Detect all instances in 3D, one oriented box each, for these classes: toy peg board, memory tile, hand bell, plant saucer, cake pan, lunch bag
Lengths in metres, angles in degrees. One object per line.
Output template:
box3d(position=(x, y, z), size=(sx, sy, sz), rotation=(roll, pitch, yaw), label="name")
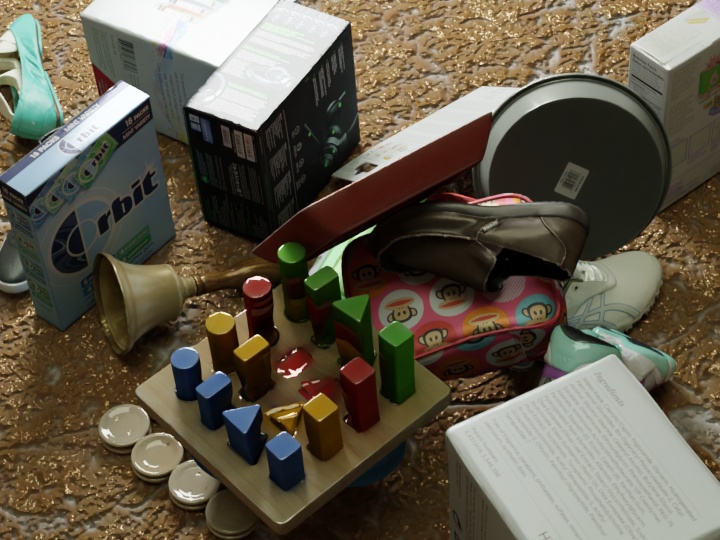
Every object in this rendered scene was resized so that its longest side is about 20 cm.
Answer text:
box3d(position=(-0.061, 0.083, 1.495), size=(0.199, 0.098, 0.200), rotation=(-36, 54, -25), label="toy peg board")
box3d(position=(-0.137, 0.160, 1.657), size=(0.200, 0.017, 0.153), rotation=(34, 59, 28), label="memory tile")
box3d(position=(-0.158, 0.012, 1.760), size=(0.200, 0.104, 0.104), rotation=(-13, 48, -24), label="hand bell")
box3d(position=(0.014, -0.063, 1.579), size=(0.199, 0.200, 0.037), rotation=(-28, 90, -19), label="plant saucer")
box3d(position=(0.211, -0.095, 1.737), size=(0.200, 0.200, 0.037), rotation=(-2, 23, 2), label="cake pan")
box3d(position=(0.083, 0.010, 1.625), size=(0.200, 0.082, 0.176), rotation=(-14, 61, 7), label="lunch bag")

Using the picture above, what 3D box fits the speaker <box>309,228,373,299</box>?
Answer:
box3d(position=(0.000, 0.000, 1.743), size=(0.088, 0.089, 0.200), rotation=(17, 52, 18), label="speaker")

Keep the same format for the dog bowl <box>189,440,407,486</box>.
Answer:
box3d(position=(-0.057, 0.139, 1.591), size=(0.200, 0.112, 0.050), rotation=(0, 35, 4), label="dog bowl")

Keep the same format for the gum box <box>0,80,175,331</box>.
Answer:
box3d(position=(-0.267, -0.063, 1.742), size=(0.045, 0.200, 0.170), rotation=(30, 56, 27), label="gum box")

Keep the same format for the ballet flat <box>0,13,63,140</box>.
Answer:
box3d(position=(-0.387, -0.224, 1.978), size=(0.070, 0.067, 0.200), rotation=(0, 46, -25), label="ballet flat")

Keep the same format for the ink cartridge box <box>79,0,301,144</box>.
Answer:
box3d(position=(-0.178, -0.238, 1.928), size=(0.200, 0.145, 0.145), rotation=(25, 54, 23), label="ink cartridge box")

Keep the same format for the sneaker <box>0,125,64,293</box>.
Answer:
box3d(position=(-0.330, -0.073, 1.824), size=(0.071, 0.099, 0.200), rotation=(17, 53, 16), label="sneaker")

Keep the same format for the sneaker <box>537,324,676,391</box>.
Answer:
box3d(position=(0.210, 0.126, 1.615), size=(0.078, 0.200, 0.140), rotation=(28, 100, 37), label="sneaker")

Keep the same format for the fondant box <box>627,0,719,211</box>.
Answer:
box3d(position=(0.341, -0.175, 1.795), size=(0.144, 0.200, 0.058), rotation=(-32, 54, -23), label="fondant box")

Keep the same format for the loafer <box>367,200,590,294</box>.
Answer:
box3d(position=(0.102, -0.018, 1.548), size=(0.200, 0.073, 0.071), rotation=(-5, 60, 16), label="loafer")

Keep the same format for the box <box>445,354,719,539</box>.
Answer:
box3d(position=(0.187, 0.222, 1.453), size=(0.171, 0.199, 0.200), rotation=(-22, 50, -15), label="box")

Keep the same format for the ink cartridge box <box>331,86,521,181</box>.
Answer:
box3d(position=(0.081, -0.126, 1.824), size=(0.200, 0.050, 0.162), rotation=(-32, 13, -9), label="ink cartridge box")

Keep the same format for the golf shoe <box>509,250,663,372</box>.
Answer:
box3d(position=(0.215, 0.021, 1.701), size=(0.200, 0.097, 0.078), rotation=(-28, 51, -21), label="golf shoe")

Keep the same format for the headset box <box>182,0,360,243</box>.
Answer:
box3d(position=(-0.084, -0.158, 1.830), size=(0.093, 0.174, 0.200), rotation=(22, 54, 22), label="headset box")
